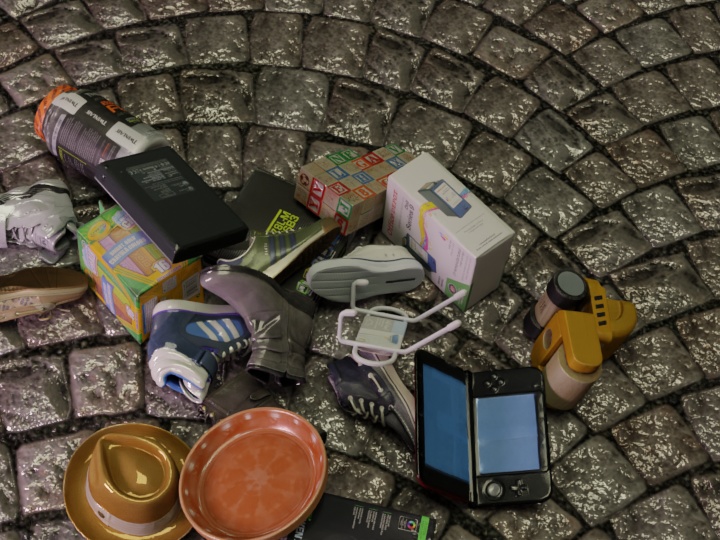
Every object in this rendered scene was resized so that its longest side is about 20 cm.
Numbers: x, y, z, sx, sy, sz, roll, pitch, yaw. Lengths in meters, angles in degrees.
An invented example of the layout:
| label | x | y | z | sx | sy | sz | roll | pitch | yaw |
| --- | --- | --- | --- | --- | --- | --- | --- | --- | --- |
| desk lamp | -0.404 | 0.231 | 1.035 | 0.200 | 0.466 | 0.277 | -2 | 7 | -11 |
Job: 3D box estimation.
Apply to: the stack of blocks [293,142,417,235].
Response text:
| label | x | y | z | sx | sy | sz | roll | pitch | yaw |
| --- | --- | --- | --- | --- | --- | --- | --- | --- | --- |
| stack of blocks | 0.005 | -0.139 | 1.913 | 0.115 | 0.059 | 0.199 | 37 | 41 | 25 |

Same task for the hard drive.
| label | x | y | z | sx | sy | sz | roll | pitch | yaw |
| --- | --- | --- | --- | --- | --- | --- | --- | --- | --- |
| hard drive | -0.275 | -0.099 | 1.760 | 0.139 | 0.033 | 0.200 | -20 | 55 | -43 |

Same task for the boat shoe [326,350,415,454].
| label | x | y | z | sx | sy | sz | roll | pitch | yaw |
| --- | --- | --- | --- | --- | --- | --- | --- | --- | --- |
| boat shoe | 0.023 | 0.194 | 1.705 | 0.092 | 0.075 | 0.201 | -20 | 50 | -15 |

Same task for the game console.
| label | x | y | z | sx | sy | sz | roll | pitch | yaw |
| --- | --- | --- | --- | --- | --- | --- | --- | --- | --- |
| game console | 0.169 | 0.211 | 1.654 | 0.170 | 0.119 | 0.202 | -7 | 60 | 13 |

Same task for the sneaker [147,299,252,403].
| label | x | y | z | sx | sy | sz | roll | pitch | yaw |
| --- | --- | --- | --- | --- | --- | --- | --- | --- | --- |
| sneaker | -0.205 | 0.126 | 1.713 | 0.198 | 0.081 | 0.148 | 10 | 58 | -22 |

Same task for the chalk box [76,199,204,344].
| label | x | y | z | sx | sy | sz | roll | pitch | yaw |
| --- | --- | --- | --- | --- | --- | --- | --- | --- | --- |
| chalk box | -0.338 | -0.019 | 1.783 | 0.123 | 0.125 | 0.200 | -34 | 63 | -27 |

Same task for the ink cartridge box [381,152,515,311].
| label | x | y | z | sx | sy | sz | roll | pitch | yaw |
| --- | --- | --- | --- | --- | --- | --- | --- | --- | --- |
| ink cartridge box | 0.129 | -0.060 | 1.851 | 0.087 | 0.146 | 0.200 | -32 | 64 | -24 |

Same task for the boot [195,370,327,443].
| label | x | y | z | sx | sy | sz | roll | pitch | yaw |
| --- | --- | --- | --- | --- | --- | --- | --- | --- | --- |
| boot | -0.161 | 0.237 | 1.660 | 0.173 | 0.070 | 0.200 | 32 | 52 | 23 |

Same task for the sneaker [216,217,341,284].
| label | x | y | z | sx | sy | sz | roll | pitch | yaw |
| --- | --- | --- | --- | --- | --- | --- | --- | --- | --- |
| sneaker | -0.127 | -0.036 | 1.794 | 0.200 | 0.067 | 0.090 | -39 | 74 | -23 |

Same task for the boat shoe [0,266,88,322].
| label | x | y | z | sx | sy | sz | roll | pitch | yaw |
| --- | --- | --- | --- | --- | --- | --- | --- | --- | --- |
| boat shoe | -0.499 | 0.041 | 1.768 | 0.197 | 0.063 | 0.073 | -7 | 28 | -14 |

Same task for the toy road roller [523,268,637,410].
| label | x | y | z | sx | sy | sz | roll | pitch | yaw |
| --- | --- | --- | --- | --- | --- | --- | --- | --- | --- |
| toy road roller | 0.334 | 0.104 | 1.773 | 0.144 | 0.123 | 0.202 | 10 | 52 | -14 |

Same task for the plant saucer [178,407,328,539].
| label | x | y | z | sx | sy | sz | roll | pitch | yaw |
| --- | --- | --- | --- | --- | --- | --- | --- | --- | --- |
| plant saucer | -0.136 | 0.268 | 1.559 | 0.198 | 0.032 | 0.202 | -8 | 48 | 9 |

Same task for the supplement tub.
| label | x | y | z | sx | sy | sz | roll | pitch | yaw |
| --- | --- | --- | --- | --- | --- | --- | --- | --- | --- |
| supplement tub | -0.412 | -0.206 | 1.913 | 0.199 | 0.123 | 0.123 | 32 | 56 | 16 |

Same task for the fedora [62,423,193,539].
| label | x | y | z | sx | sy | sz | roll | pitch | yaw |
| --- | --- | --- | --- | --- | --- | --- | --- | --- | --- |
| fedora | -0.300 | 0.274 | 1.596 | 0.198 | 0.082 | 0.202 | 3 | 53 | -4 |

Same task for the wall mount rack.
| label | x | y | z | sx | sy | sz | roll | pitch | yaw |
| --- | --- | --- | --- | --- | --- | --- | --- | --- | --- |
| wall mount rack | 0.061 | 0.070 | 1.735 | 0.171 | 0.075 | 0.200 | 8 | 23 | 6 |

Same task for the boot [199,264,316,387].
| label | x | y | z | sx | sy | sz | roll | pitch | yaw |
| --- | --- | --- | --- | --- | --- | --- | --- | --- | --- |
| boot | -0.144 | 0.079 | 1.678 | 0.199 | 0.069 | 0.133 | 24 | 61 | -31 |

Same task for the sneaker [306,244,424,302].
| label | x | y | z | sx | sy | sz | roll | pitch | yaw |
| --- | --- | --- | --- | --- | --- | --- | --- | --- | --- |
| sneaker | 0.000 | 0.000 | 1.834 | 0.198 | 0.074 | 0.071 | 0 | 36 | -32 |

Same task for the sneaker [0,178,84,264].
| label | x | y | z | sx | sy | sz | roll | pitch | yaw |
| --- | --- | --- | --- | --- | --- | --- | --- | --- | --- |
| sneaker | -0.517 | -0.061 | 1.823 | 0.198 | 0.076 | 0.115 | -24 | 57 | -26 |

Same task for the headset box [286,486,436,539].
| label | x | y | z | sx | sy | sz | roll | pitch | yaw |
| --- | --- | --- | --- | --- | --- | --- | --- | --- | --- |
| headset box | -0.004 | 0.394 | 1.535 | 0.197 | 0.093 | 0.176 | 13 | 54 | 3 |

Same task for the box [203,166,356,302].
| label | x | y | z | sx | sy | sz | roll | pitch | yaw |
| --- | --- | --- | --- | --- | --- | --- | --- | --- | --- |
| box | -0.123 | -0.048 | 1.875 | 0.191 | 0.048 | 0.201 | 25 | 55 | 7 |
